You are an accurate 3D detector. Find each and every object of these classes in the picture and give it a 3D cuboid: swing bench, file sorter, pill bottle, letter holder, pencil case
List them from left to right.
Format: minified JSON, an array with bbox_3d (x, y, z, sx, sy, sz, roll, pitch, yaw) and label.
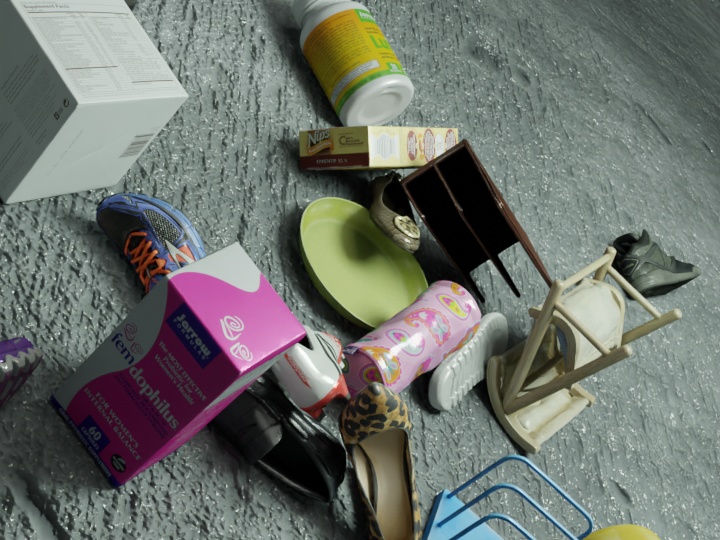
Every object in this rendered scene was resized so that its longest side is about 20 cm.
[{"bbox_3d":[-0.017,-0.304,1.599,0.111,0.111,0.200,-3,58,-50],"label":"pill bottle"},{"bbox_3d":[0.050,0.083,1.277,0.200,0.087,0.087,-32,81,-43],"label":"pencil case"},{"bbox_3d":[0.155,-0.039,1.446,0.200,0.100,0.142,50,11,-43],"label":"letter holder"},{"bbox_3d":[0.143,0.306,1.149,0.139,0.123,0.200,42,34,-8],"label":"file sorter"},{"bbox_3d":[0.268,0.099,1.442,0.130,0.200,0.199,46,32,14],"label":"swing bench"}]

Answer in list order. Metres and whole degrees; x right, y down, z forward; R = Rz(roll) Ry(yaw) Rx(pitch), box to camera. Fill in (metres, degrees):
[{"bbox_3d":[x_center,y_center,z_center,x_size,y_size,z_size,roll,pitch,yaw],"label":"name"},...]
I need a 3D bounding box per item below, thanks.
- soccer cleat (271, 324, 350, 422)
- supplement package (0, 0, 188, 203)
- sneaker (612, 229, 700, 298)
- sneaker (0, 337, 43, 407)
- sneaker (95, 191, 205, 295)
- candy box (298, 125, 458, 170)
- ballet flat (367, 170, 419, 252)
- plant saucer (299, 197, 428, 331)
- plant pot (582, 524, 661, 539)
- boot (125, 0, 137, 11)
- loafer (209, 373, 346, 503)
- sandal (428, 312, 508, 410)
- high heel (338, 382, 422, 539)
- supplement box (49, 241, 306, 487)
[{"bbox_3d":[-0.059,0.082,1.135,0.085,0.069,0.200,54,2,-14],"label":"soccer cleat"},{"bbox_3d":[-0.308,-0.197,1.125,0.200,0.152,0.151,55,34,12],"label":"supplement package"},{"bbox_3d":[0.496,-0.017,1.918,0.199,0.076,0.114,-4,65,-44],"label":"sneaker"},{"bbox_3d":[-0.338,0.081,0.882,0.088,0.081,0.200,47,33,13],"label":"sneaker"},{"bbox_3d":[-0.187,0.002,1.133,0.200,0.075,0.078,44,37,-3],"label":"sneaker"},{"bbox_3d":[0.027,-0.159,1.493,0.200,0.115,0.055,-6,97,-51],"label":"candy box"},{"bbox_3d":[0.046,-0.080,1.449,0.067,0.046,0.200,37,16,-18],"label":"ballet flat"},{"bbox_3d":[0.000,0.000,1.382,0.200,0.031,0.200,29,37,-25],"label":"plant saucer"},{"bbox_3d":[0.295,0.379,1.199,0.201,0.201,0.189,26,23,-29],"label":"plant pot"},{"bbox_3d":[-0.313,-0.370,1.314,0.200,0.132,0.070,-2,58,-49],"label":"boot"},{"bbox_3d":[-0.093,0.150,1.089,0.200,0.068,0.070,39,25,-19],"label":"loafer"},{"bbox_3d":[0.126,0.102,1.398,0.050,0.083,0.203,12,24,27],"label":"sandal"},{"bbox_3d":[0.030,0.202,1.084,0.071,0.200,0.143,-14,55,-10],"label":"high heel"},{"bbox_3d":[-0.156,0.081,0.968,0.101,0.200,0.103,51,33,6],"label":"supplement box"}]
